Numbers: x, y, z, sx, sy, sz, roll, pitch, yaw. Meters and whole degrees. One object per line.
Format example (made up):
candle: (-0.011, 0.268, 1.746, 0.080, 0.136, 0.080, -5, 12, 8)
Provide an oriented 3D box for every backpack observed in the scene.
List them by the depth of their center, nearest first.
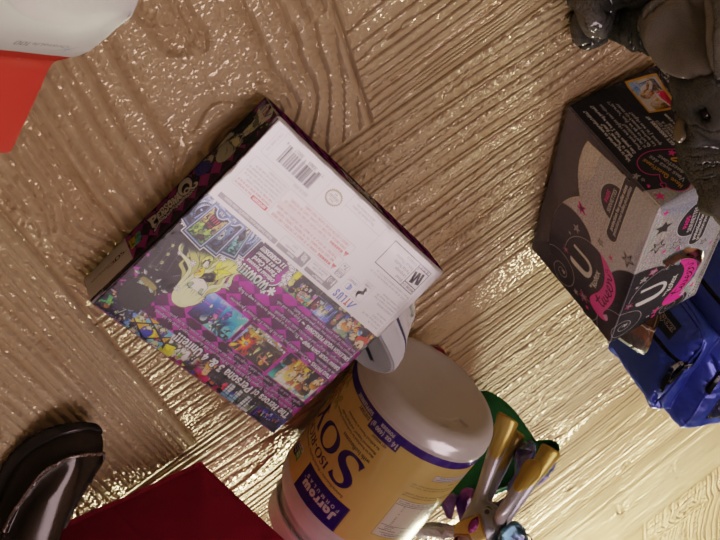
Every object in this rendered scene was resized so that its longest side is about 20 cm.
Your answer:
backpack: (0.393, 0.062, 1.528, 0.166, 0.163, 0.201, -3, 136, -43)

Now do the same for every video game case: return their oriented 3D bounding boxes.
video game case: (-0.064, 0.004, 0.964, 0.181, 0.036, 0.200, -44, 129, 8)

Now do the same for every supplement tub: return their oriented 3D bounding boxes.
supplement tub: (0.015, 0.177, 1.260, 0.144, 0.146, 0.201, 2, 131, -50)

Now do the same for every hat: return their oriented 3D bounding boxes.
hat: (0.114, 0.140, 1.462, 0.164, 0.178, 0.199, -24, -174, -29)

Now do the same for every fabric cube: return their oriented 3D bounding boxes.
fabric cube: (-0.157, 0.321, 1.144, 0.198, 0.199, 0.199, -21, 128, -34)

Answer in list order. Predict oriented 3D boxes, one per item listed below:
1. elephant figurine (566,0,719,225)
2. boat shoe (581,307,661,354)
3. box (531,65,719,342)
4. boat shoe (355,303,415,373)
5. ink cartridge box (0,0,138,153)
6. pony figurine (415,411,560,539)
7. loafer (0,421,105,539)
elephant figurine: (0.258, -0.165, 1.005, 0.141, 0.201, 0.156, -35, 151, -6)
boat shoe: (0.269, 0.021, 1.365, 0.074, 0.075, 0.200, -56, -176, 15)
box: (0.245, -0.056, 1.214, 0.114, 0.133, 0.201, -26, 150, -20)
boat shoe: (0.000, 0.000, 1.089, 0.067, 0.073, 0.201, -61, 155, -29)
ink cartridge box: (-0.197, -0.127, 0.684, 0.161, 0.057, 0.202, -4, 131, -48)
pony figurine: (0.115, 0.248, 1.308, 0.202, 0.165, 0.193, -60, 164, -6)
loafer: (-0.251, 0.199, 1.054, 0.072, 0.072, 0.201, 4, 130, -51)
